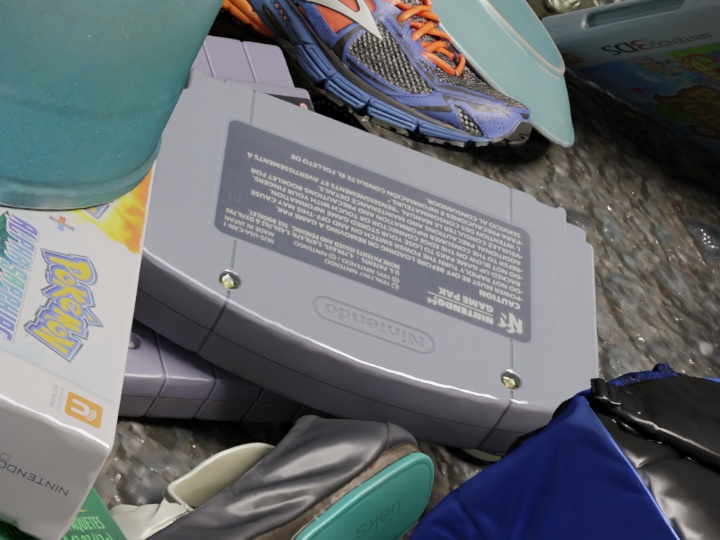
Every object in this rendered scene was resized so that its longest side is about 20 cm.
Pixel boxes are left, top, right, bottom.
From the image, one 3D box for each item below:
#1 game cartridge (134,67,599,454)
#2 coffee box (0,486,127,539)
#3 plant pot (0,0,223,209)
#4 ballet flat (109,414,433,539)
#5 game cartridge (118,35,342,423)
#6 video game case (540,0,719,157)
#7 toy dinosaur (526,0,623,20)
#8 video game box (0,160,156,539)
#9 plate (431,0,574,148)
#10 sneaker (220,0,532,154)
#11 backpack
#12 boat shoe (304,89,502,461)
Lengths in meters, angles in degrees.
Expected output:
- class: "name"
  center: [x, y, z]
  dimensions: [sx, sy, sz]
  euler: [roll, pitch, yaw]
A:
- class: "game cartridge"
  center: [0.000, 0.000, 0.850]
  dimensions: [0.200, 0.042, 0.133]
  euler: [20, 46, -15]
- class: "coffee box"
  center: [-0.168, 0.039, 0.677]
  dimensions: [0.123, 0.044, 0.200]
  euler: [3, 37, -43]
- class: "plant pot"
  center: [-0.113, -0.156, 0.711]
  dimensions: [0.200, 0.188, 0.200]
  euler: [28, 24, -14]
- class: "ballet flat"
  center: [-0.051, 0.101, 0.749]
  dimensions: [0.073, 0.073, 0.200]
  euler: [48, 39, 8]
- class: "game cartridge"
  center: [-0.064, -0.025, 0.884]
  dimensions: [0.129, 0.038, 0.200]
  euler: [2, 49, -26]
- class: "video game case"
  center: [0.220, -0.094, 1.164]
  dimensions: [0.200, 0.182, 0.022]
  euler: [27, 76, -26]
- class: "toy dinosaur"
  center: [0.143, -0.158, 1.261]
  dimensions: [0.200, 0.047, 0.088]
  euler: [29, 50, -21]
- class: "video game box"
  center: [-0.159, -0.018, 0.685]
  dimensions: [0.182, 0.047, 0.200]
  euler: [28, 25, -16]
- class: "plate"
  center: [0.055, -0.148, 1.115]
  dimensions: [0.200, 0.026, 0.200]
  euler: [46, 16, -18]
- class: "sneaker"
  center: [0.002, -0.121, 0.994]
  dimensions: [0.200, 0.078, 0.075]
  euler: [38, 15, 20]
- class: "backpack"
  center: [0.119, 0.125, 0.795]
  dimensions: [0.200, 0.168, 0.163]
  euler: [-7, 64, -55]
- class: "boat shoe"
  center: [0.027, -0.010, 0.954]
  dimensions: [0.075, 0.062, 0.200]
  euler: [-6, 55, -47]
